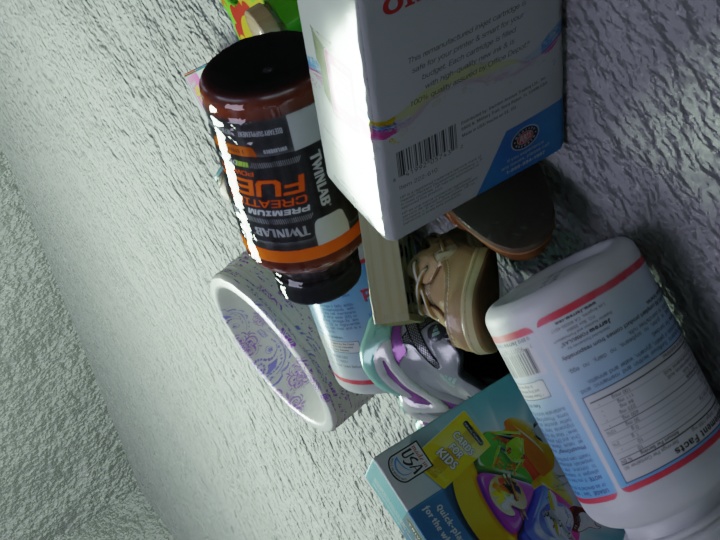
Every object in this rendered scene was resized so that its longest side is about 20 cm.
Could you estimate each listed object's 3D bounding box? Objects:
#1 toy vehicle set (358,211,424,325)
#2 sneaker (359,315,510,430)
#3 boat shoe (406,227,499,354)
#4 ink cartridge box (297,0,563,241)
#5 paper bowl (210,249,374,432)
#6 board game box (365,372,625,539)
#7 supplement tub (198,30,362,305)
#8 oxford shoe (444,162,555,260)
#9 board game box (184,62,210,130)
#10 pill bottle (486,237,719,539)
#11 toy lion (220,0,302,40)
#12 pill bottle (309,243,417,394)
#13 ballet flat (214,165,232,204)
[{"bbox_3d":[0.016,-0.059,1.095,0.124,0.026,0.203,13,-111,-82],"label":"toy vehicle set"},{"bbox_3d":[0.102,0.099,1.210,0.139,0.079,0.200,-3,152,35],"label":"sneaker"},{"bbox_3d":[0.067,0.015,1.046,0.200,0.064,0.072,-66,-30,-76],"label":"boat shoe"},{"bbox_3d":[0.046,-0.140,0.893,0.085,0.143,0.201,47,157,37],"label":"ink cartridge box"},{"bbox_3d":[-0.056,0.057,1.487,0.201,0.104,0.201,46,163,19],"label":"paper bowl"},{"bbox_3d":[0.126,0.149,1.007,0.152,0.199,0.047,55,161,16],"label":"board game box"},{"bbox_3d":[-0.051,-0.073,1.107,0.107,0.106,0.202,39,150,49],"label":"supplement tub"},{"bbox_3d":[0.087,-0.055,1.039,0.200,0.071,0.072,55,168,54],"label":"oxford shoe"},{"bbox_3d":[-0.102,-0.125,1.472,0.202,0.040,0.153,65,161,-10],"label":"board game box"},{"bbox_3d":[0.171,0.090,0.927,0.202,0.108,0.109,62,162,-3],"label":"pill bottle"},{"bbox_3d":[-0.085,-0.220,1.271,0.201,0.068,0.192,55,168,16],"label":"toy lion"},{"bbox_3d":[0.000,0.000,1.275,0.109,0.108,0.202,30,144,57],"label":"pill bottle"},{"bbox_3d":[-0.047,-0.120,1.173,0.072,0.068,0.201,41,118,10],"label":"ballet flat"}]
